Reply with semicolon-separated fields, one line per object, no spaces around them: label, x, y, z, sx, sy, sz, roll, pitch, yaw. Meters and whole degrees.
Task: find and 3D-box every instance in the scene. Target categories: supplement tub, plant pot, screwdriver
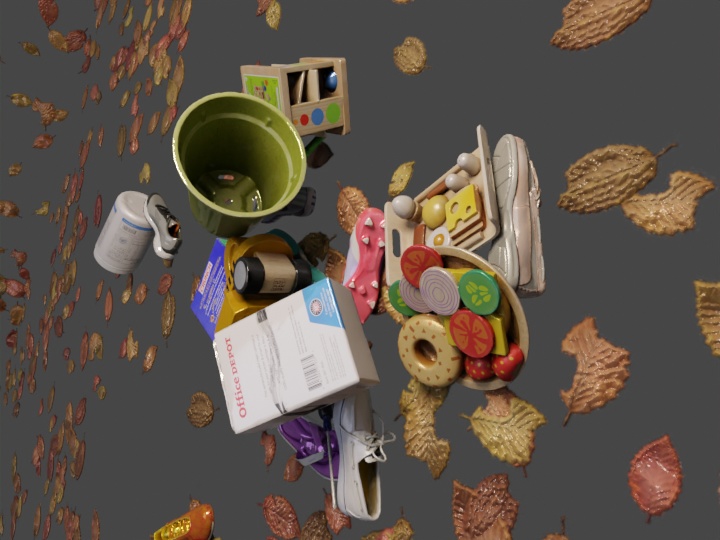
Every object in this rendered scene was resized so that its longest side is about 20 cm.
supplement tub;-0.644;-0.105;1.468;0.201;0.130;0.133;-50;51;26
plant pot;-0.206;-0.145;0.857;0.184;0.196;0.205;141;127;-62
screwdriver;-0.049;0.263;0.819;0.202;0.027;0.029;-100;5;-46

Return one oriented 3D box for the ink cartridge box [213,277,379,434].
ink cartridge box;-0.092;0.122;0.736;0.197;0.084;0.147;-25;68;16

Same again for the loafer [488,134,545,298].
loafer;0.196;-0.065;0.655;0.072;0.061;0.205;142;133;-74

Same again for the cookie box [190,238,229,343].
cookie box;-0.253;0.056;1.073;0.200;0.074;0.174;40;111;42

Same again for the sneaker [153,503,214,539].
sneaker;-0.366;0.544;1.098;0.200;0.076;0.074;-43;53;30

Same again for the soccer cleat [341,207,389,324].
soccer cleat;0.000;0.000;0.843;0.077;0.065;0.204;-124;47;-73

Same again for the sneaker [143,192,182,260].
sneaker;-0.508;-0.126;1.382;0.079;0.073;0.203;-38;63;23

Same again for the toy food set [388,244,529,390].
toy food set;0.115;0.062;0.656;0.198;0.048;0.202;4;115;47

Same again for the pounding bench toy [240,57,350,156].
pounding bench toy;-0.101;-0.262;0.936;0.123;0.154;0.204;23;126;44

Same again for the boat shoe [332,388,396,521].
boat shoe;0.009;0.259;0.765;0.085;0.074;0.207;-5;82;45

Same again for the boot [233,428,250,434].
boot;-0.170;0.211;0.972;0.200;0.073;0.097;-42;49;22

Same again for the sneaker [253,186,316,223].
sneaker;-0.175;-0.139;1.021;0.197;0.086;0.076;-4;79;45

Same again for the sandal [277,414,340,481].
sandal;-0.085;0.288;0.873;0.200;0.049;0.084;12;91;46

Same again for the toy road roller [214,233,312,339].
toy road roller;-0.177;0.031;0.893;0.146;0.121;0.203;49;126;43

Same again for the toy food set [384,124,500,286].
toy food set;0.101;-0.080;0.709;0.199;0.059;0.146;-37;44;46

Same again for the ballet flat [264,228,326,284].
ballet flat;-0.126;0.000;0.963;0.200;0.071;0.073;45;114;41
